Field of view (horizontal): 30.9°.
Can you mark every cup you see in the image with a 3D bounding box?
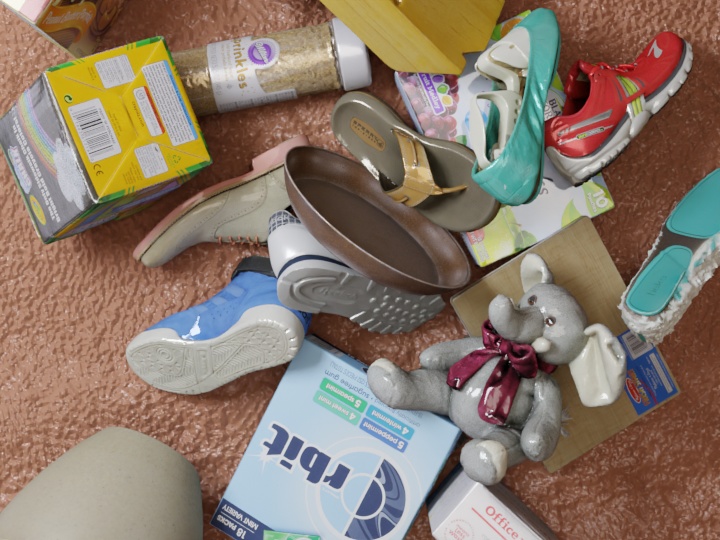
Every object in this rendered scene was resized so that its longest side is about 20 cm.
[{"bbox_3d":[-0.221,0.229,1.181,0.199,0.201,0.144,25,61,1],"label":"cup"}]

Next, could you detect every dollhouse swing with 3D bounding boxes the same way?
[{"bbox_3d":[0.018,-0.289,1.209,0.181,0.175,0.201,39,60,-31],"label":"dollhouse swing"}]

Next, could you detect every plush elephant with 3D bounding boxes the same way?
[{"bbox_3d":[0.138,0.077,1.133,0.199,0.165,0.156,2,116,-40],"label":"plush elephant"}]

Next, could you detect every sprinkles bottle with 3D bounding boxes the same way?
[{"bbox_3d":[-0.090,-0.189,1.227,0.198,0.068,0.069,-11,89,1],"label":"sprinkles bottle"}]

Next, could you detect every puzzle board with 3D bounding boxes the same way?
[{"bbox_3d":[0.194,0.071,1.227,0.150,0.017,0.201,-31,104,-1],"label":"puzzle board"}]

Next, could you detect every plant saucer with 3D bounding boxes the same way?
[{"bbox_3d":[0.010,-0.040,1.170,0.199,0.200,0.032,35,112,1],"label":"plant saucer"}]

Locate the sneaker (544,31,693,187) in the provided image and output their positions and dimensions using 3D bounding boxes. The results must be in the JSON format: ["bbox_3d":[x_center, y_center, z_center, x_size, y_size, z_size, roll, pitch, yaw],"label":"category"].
[{"bbox_3d":[0.232,-0.166,1.188,0.085,0.077,0.200,46,61,-5],"label":"sneaker"}]

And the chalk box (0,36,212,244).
[{"bbox_3d":[-0.243,-0.109,1.185,0.123,0.199,0.126,-24,91,-33],"label":"chalk box"}]

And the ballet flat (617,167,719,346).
[{"bbox_3d":[0.307,-0.011,1.221,0.072,0.072,0.200,41,71,1],"label":"ballet flat"}]

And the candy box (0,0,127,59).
[{"bbox_3d":[-0.255,-0.262,1.163,0.055,0.200,0.116,33,89,1],"label":"candy box"}]

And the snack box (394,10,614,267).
[{"bbox_3d":[0.135,-0.122,1.231,0.141,0.053,0.202,-24,90,-1],"label":"snack box"}]

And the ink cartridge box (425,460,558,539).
[{"bbox_3d":[0.122,0.237,1.155,0.115,0.200,0.068,42,90,1],"label":"ink cartridge box"}]

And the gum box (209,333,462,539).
[{"bbox_3d":[-0.022,0.189,1.209,0.169,0.045,0.201,29,98,11],"label":"gum box"}]

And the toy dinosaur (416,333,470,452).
[{"bbox_3d":[0.085,0.115,1.236,0.200,0.047,0.088,-41,83,-3],"label":"toy dinosaur"}]

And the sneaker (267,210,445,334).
[{"bbox_3d":[0.000,0.000,1.192,0.076,0.199,0.081,-43,48,26],"label":"sneaker"}]

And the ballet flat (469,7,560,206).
[{"bbox_3d":[0.132,-0.156,1.143,0.070,0.067,0.202,21,65,-27],"label":"ballet flat"}]

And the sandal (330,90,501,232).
[{"bbox_3d":[0.041,-0.097,1.195,0.199,0.054,0.081,36,123,23],"label":"sandal"}]

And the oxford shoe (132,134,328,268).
[{"bbox_3d":[-0.120,-0.049,1.226,0.199,0.071,0.074,-31,92,1],"label":"oxford shoe"}]

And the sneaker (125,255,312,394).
[{"bbox_3d":[-0.125,0.046,1.229,0.198,0.112,0.077,-18,120,32],"label":"sneaker"}]
